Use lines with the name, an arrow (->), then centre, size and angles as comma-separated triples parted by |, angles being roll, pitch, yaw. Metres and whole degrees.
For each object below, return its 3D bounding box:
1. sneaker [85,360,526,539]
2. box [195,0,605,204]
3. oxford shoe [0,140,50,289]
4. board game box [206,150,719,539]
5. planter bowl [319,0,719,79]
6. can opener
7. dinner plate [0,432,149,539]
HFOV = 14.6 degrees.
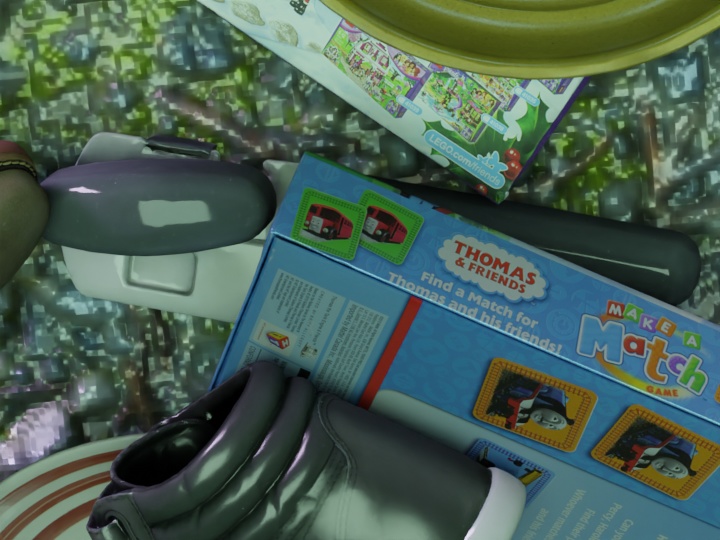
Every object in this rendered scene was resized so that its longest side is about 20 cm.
sneaker -> -0.049, 0.105, 0.816 | 0.099, 0.071, 0.200 | 36, 114, -7
box -> -0.002, -0.132, 0.833 | 0.200, 0.039, 0.137 | 34, 101, -3
oxford shoe -> -0.147, 0.053, 0.803 | 0.075, 0.070, 0.200 | 37, 82, 19
board game box -> 0.053, 0.057, 0.824 | 0.199, 0.037, 0.151 | 24, 144, -1
planter bowl -> 0.049, -0.148, 0.765 | 0.200, 0.083, 0.201 | 0, 99, 2
can opener -> 0.000, 0.000, 0.845 | 0.199, 0.067, 0.054 | 10, 103, 9
dinner plate -> -0.043, 0.132, 0.879 | 0.199, 0.024, 0.201 | 5, 120, 8
